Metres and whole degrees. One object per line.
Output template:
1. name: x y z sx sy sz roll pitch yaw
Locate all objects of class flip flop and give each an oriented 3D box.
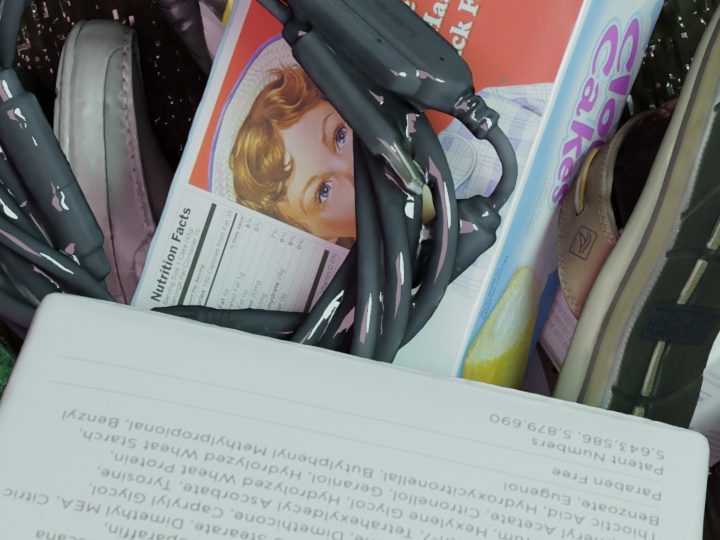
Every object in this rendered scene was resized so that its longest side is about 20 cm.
1. flip flop: 0.087 -0.005 0.768 0.057 0.081 0.201 28 98 35

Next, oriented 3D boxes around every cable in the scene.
1. cable: -0.056 -0.038 0.764 0.200 0.051 0.163 41 108 17

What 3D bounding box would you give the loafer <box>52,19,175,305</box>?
1. loafer: -0.073 0.003 0.940 0.069 0.070 0.201 -7 103 5

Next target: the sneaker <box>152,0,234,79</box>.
1. sneaker: -0.026 -0.094 0.921 0.076 0.075 0.200 -37 101 3

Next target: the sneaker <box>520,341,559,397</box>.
1. sneaker: 0.000 0.000 0.867 0.112 0.071 0.201 -17 98 4

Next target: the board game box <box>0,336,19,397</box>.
1. board game box: -0.131 0.095 0.908 0.105 0.023 0.200 -52 46 0

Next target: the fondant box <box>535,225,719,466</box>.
1. fondant box: 0.165 -0.016 0.851 0.200 0.144 0.058 -37 71 12

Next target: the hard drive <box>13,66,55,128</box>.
1. hard drive: -0.197 0.009 0.922 0.038 0.140 0.200 45 100 3

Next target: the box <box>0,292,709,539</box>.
1. box: -0.019 0.136 0.718 0.199 0.131 0.199 12 134 1

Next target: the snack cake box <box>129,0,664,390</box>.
1. snack cake box: 0.007 -0.027 0.793 0.115 0.067 0.201 23 97 23
